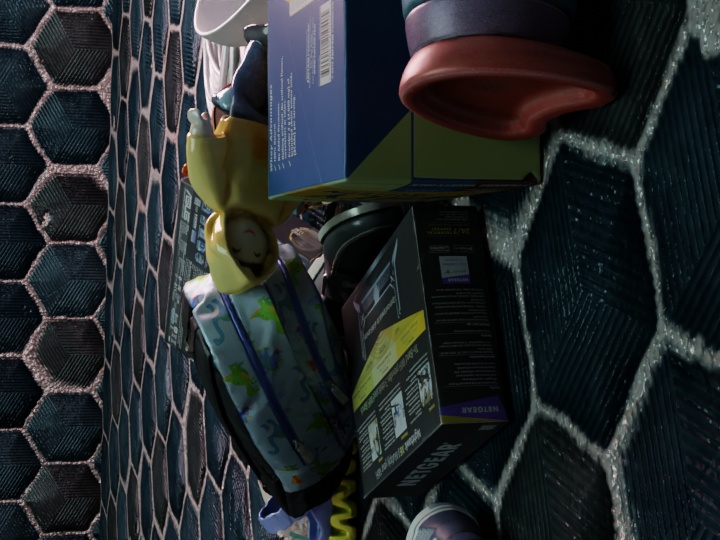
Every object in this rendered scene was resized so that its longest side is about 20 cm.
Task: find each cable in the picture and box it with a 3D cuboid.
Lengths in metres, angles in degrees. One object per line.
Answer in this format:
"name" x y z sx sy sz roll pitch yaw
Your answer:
"cable" -0.136 -0.265 1.616 0.200 0.068 0.203 169 99 -74

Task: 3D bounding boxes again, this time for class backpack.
"backpack" -0.074 0.075 1.163 0.200 0.153 0.164 49 -168 -40

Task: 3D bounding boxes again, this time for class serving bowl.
"serving bowl" -0.075 -0.290 1.339 0.200 0.065 0.202 -43 29 30

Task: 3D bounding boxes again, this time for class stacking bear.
"stacking bear" 0.081 -0.194 0.835 0.121 0.112 0.203 160 116 -63

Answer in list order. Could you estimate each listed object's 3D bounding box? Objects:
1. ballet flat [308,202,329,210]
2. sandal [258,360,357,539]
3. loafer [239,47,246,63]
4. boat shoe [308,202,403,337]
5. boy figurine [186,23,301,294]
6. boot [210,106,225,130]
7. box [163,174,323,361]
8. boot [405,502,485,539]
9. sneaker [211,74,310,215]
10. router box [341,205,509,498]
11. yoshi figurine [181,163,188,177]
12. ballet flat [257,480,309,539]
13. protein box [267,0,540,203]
"ballet flat" -0.027 -0.081 1.248 0.069 0.063 0.200 45 169 -5
"sandal" -0.048 0.163 1.291 0.079 0.086 0.203 159 112 -74
"loafer" -0.079 -0.209 1.396 0.071 0.072 0.202 -50 27 46
"boat shoe" 0.000 0.000 1.175 0.200 0.072 0.063 121 133 -66
"boy figurine" -0.082 -0.083 1.076 0.064 0.123 0.203 4 76 52
"boot" -0.103 -0.108 1.488 0.166 0.071 0.203 -41 65 58
"box" -0.109 0.023 1.347 0.160 0.049 0.202 32 131 26
"boot" 0.054 0.267 0.966 0.090 0.072 0.203 -143 55 -76
"sneaker" -0.074 -0.150 1.159 0.079 0.094 0.203 92 -175 -79
"router box" 0.042 0.065 1.045 0.200 0.051 0.160 125 142 -63
"yoshi figurine" -0.096 -0.048 1.407 0.112 0.112 0.202 -2 114 47
"ballet flat" -0.072 0.192 1.406 0.201 0.071 0.073 -113 28 -54
"protein box" 0.022 -0.151 0.972 0.200 0.133 0.202 178 92 -73
